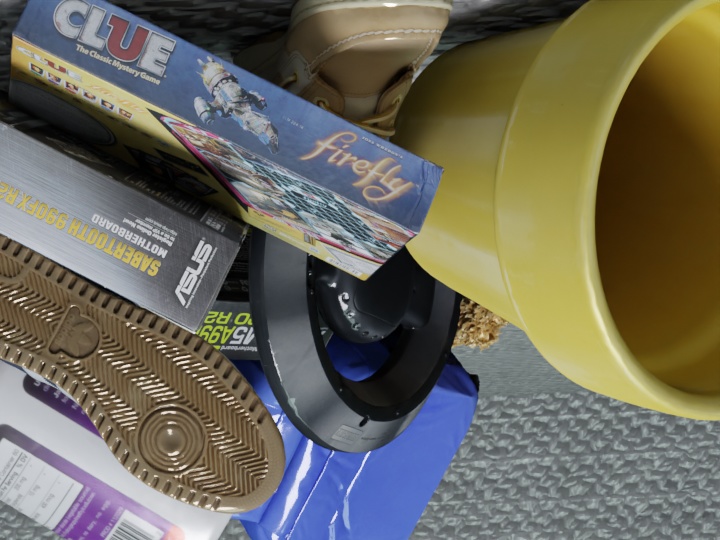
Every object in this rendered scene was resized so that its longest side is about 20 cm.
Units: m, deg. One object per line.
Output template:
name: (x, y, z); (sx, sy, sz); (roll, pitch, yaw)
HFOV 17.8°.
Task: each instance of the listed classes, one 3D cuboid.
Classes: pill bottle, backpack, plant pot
pill bottle: (-0.161, 0.082, 1.258); (0.199, 0.112, 0.111); (32, 165, -7)
backpack: (-0.048, 0.065, 1.416); (0.167, 0.163, 0.200); (20, -161, -39)
plant pot: (0.116, -0.043, 1.105); (0.200, 0.202, 0.188); (3, -175, -39)

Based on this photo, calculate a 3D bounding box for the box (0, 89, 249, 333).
box: (-0.134, -0.034, 1.122); (0.158, 0.049, 0.200); (26, -176, -4)

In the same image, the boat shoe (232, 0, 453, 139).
boat shoe: (-0.007, -0.089, 1.102); (0.073, 0.070, 0.200); (0, 172, -20)

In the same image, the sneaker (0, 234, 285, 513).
sneaker: (-0.120, 0.043, 1.105); (0.199, 0.070, 0.109); (34, 178, 0)

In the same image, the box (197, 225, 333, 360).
box: (-0.126, -0.018, 1.284); (0.199, 0.160, 0.044); (3, 127, -40)

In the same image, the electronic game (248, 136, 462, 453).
electronic game: (0.000, 0.000, 1.264); (0.041, 0.201, 0.200); (1, 175, 33)

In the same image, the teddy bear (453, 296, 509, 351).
teddy bear: (0.100, 0.009, 1.549); (0.200, 0.067, 0.145); (-35, 179, 12)

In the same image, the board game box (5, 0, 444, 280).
board game box: (-0.067, -0.063, 1.071); (0.199, 0.035, 0.135); (26, 168, -5)
